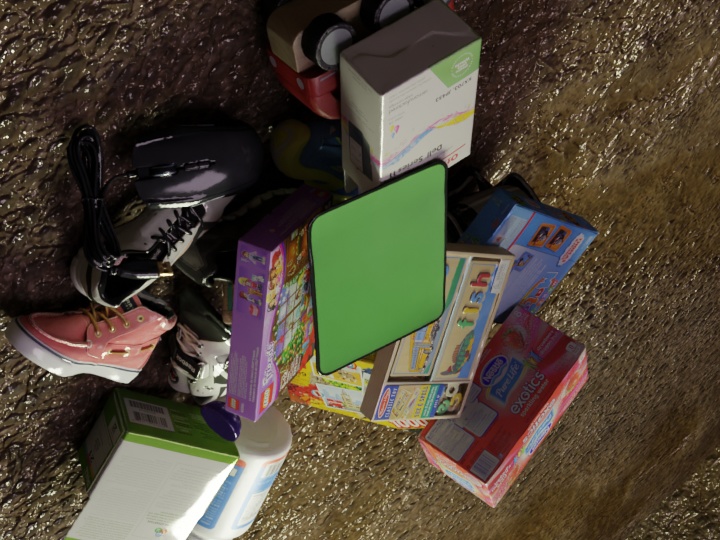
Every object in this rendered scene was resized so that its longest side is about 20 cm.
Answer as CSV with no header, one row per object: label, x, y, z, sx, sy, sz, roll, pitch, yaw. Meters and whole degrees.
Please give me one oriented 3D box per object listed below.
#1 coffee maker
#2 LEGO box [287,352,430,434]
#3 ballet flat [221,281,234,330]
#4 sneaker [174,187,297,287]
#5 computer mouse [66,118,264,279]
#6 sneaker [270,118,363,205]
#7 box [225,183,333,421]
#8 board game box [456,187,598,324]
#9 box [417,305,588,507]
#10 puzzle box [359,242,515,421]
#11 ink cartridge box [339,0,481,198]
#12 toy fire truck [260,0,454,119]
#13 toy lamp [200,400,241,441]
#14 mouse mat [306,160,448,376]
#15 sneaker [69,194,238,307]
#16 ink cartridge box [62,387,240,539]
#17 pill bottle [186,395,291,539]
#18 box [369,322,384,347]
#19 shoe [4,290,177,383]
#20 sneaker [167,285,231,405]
coffee maker,0.105,-0.013,1.603,0.199,0.135,0.193,-17,141,-37
LEGO box,0.013,0.112,1.576,0.149,0.198,0.078,81,26,-55
ballet flat,-0.090,0.010,1.450,0.068,0.068,0.200,-8,-172,22
sneaker,-0.108,-0.027,1.368,0.199,0.091,0.067,-17,142,-38
computer mouse,-0.162,-0.065,1.204,0.199,0.046,0.142,-7,97,-35
sneaker,-0.002,-0.107,1.373,0.104,0.076,0.199,-7,166,32
box,-0.081,0.032,1.330,0.137,0.039,0.201,-47,150,-53
board game box,0.173,-0.009,1.520,0.199,0.037,0.152,13,118,-52
box,0.168,0.157,1.544,0.200,0.102,0.095,-52,155,-15
puzzle box,0.082,0.066,1.421,0.132,0.025,0.202,2,112,-38
ink cartridge box,0.045,-0.139,1.239,0.117,0.067,0.201,-32,151,-20
toy fire truck,-0.001,-0.202,1.275,0.175,0.129,0.201,-32,138,-19
toy lamp,-0.090,0.102,1.464,0.200,0.058,0.058,-47,154,-27
mouse mat,0.020,0.000,1.279,0.160,0.008,0.201,-25,133,-26
sneaker,-0.182,-0.035,1.259,0.200,0.080,0.074,-43,118,-5
ink cartridge box,-0.251,0.245,1.503,0.147,0.076,0.201,19,116,-33
pill bottle,-0.168,0.257,1.630,0.112,0.112,0.201,-8,135,-46
box,0.000,0.000,1.422,0.200,0.074,0.101,-83,-179,-74
shoe,-0.260,0.052,1.308,0.091,0.071,0.200,-50,155,8
sneaker,-0.174,0.093,1.453,0.088,0.074,0.200,-38,150,-12
